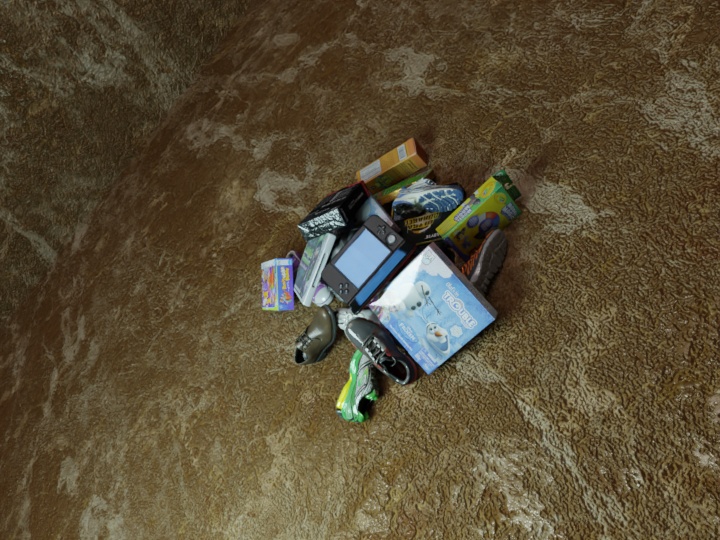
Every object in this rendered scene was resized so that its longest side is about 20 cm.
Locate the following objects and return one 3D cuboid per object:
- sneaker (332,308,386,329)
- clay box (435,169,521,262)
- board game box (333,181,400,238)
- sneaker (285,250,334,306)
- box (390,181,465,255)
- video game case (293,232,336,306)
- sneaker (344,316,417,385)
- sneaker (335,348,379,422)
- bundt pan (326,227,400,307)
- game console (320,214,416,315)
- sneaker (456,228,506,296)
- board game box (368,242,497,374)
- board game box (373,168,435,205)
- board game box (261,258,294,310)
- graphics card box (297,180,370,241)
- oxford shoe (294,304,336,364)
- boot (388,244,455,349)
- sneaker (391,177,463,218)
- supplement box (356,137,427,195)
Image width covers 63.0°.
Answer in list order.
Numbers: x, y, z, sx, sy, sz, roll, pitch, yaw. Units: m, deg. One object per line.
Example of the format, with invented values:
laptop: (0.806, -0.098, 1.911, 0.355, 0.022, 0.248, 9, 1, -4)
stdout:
sneaker: (-0.009, 0.126, 1.416, 0.199, 0.086, 0.076, -4, 77, 55)
clay box: (0.279, -0.122, 1.331, 0.200, 0.115, 0.048, -43, 44, 11)
board game box: (-0.019, -0.102, 1.538, 0.200, 0.043, 0.200, -45, 49, 11)
sneaker: (-0.152, 0.018, 1.621, 0.073, 0.114, 0.201, -46, 44, 3)
box: (0.165, -0.125, 1.484, 0.198, 0.049, 0.162, -11, 55, 37)
video game case: (-0.122, -0.020, 1.488, 0.184, 0.023, 0.200, -68, 18, 5)
sneaker: (0.045, 0.176, 1.291, 0.199, 0.082, 0.077, 39, 95, 7)
sneaker: (0.018, 0.253, 1.354, 0.084, 0.078, 0.203, 12, 80, 38)
bundt pan: (0.000, 0.000, 1.433, 0.202, 0.202, 0.076, -42, 3, 11)
game console: (0.012, -0.020, 1.307, 0.172, 0.119, 0.200, 43, 90, 20)
sneaker: (0.243, -0.010, 1.317, 0.111, 0.077, 0.202, 13, 67, 50)
board game box: (0.149, 0.082, 1.241, 0.200, 0.043, 0.199, 47, 115, 5)
board game box: (0.100, -0.215, 1.581, 0.198, 0.030, 0.096, -17, 17, 30)
board game box: (-0.231, 0.041, 1.625, 0.200, 0.044, 0.137, 170, 98, -69)
graphics card box: (-0.063, -0.151, 1.462, 0.124, 0.051, 0.200, -19, 19, 27)
oxford shoe: (-0.114, 0.167, 1.443, 0.073, 0.084, 0.202, 46, 132, 30)
boot: (0.141, 0.062, 1.320, 0.200, 0.065, 0.167, -43, 39, 41)
sneaker: (0.165, -0.193, 1.440, 0.198, 0.077, 0.086, -5, 57, 39)
supplement box: (0.085, -0.285, 1.647, 0.198, 0.066, 0.070, -26, 51, 27)
